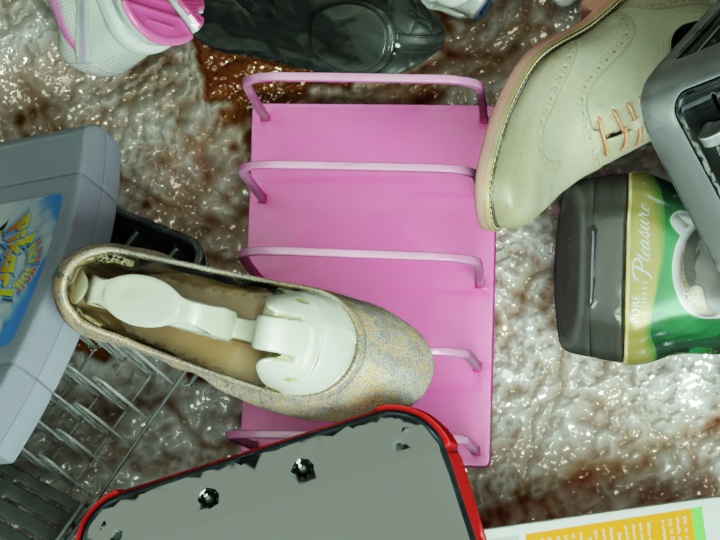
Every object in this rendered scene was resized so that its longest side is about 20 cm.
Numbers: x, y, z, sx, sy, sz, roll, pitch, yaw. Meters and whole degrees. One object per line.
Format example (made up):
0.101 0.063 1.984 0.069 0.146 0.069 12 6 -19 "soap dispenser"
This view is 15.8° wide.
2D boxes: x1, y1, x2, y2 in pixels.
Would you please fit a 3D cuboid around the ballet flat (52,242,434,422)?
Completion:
-0.062 0.031 1.292 0.199 0.067 0.068 12 83 7 "ballet flat"

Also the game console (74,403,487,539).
-0.030 0.169 1.265 0.199 0.031 0.178 -18 78 2 "game console"

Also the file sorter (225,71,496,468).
0.000 0.000 1.388 0.138 0.125 0.201 1 83 6 "file sorter"

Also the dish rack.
-0.166 0.062 1.389 0.153 0.055 0.200 20 70 48 "dish rack"

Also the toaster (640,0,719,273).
0.262 -0.103 1.278 0.119 0.180 0.200 57 47 -14 "toaster"

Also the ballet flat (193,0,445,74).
-0.042 -0.145 1.429 0.200 0.057 0.067 25 107 35 "ballet flat"

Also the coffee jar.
0.203 0.000 1.386 0.199 0.085 0.105 2 89 6 "coffee jar"

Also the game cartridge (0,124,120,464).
-0.199 0.013 1.392 0.133 0.040 0.201 -6 55 34 "game cartridge"

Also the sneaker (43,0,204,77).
-0.156 -0.194 1.451 0.088 0.081 0.201 -35 56 36 "sneaker"

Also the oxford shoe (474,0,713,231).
0.128 -0.090 1.370 0.074 0.071 0.200 19 54 29 "oxford shoe"

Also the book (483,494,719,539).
0.113 0.193 1.335 0.199 0.048 0.134 -4 82 -32 "book"

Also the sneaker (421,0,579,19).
0.036 -0.184 1.438 0.199 0.075 0.088 1 88 7 "sneaker"
